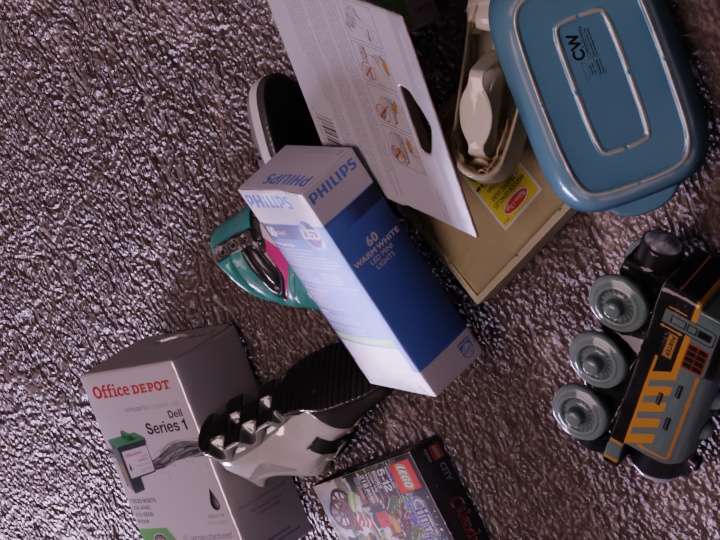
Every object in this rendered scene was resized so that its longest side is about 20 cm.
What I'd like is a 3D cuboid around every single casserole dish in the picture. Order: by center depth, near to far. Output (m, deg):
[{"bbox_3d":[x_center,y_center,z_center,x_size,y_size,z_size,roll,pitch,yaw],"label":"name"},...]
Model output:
[{"bbox_3d":[0.163,-0.130,1.613,0.121,0.039,0.200,-20,98,5],"label":"casserole dish"}]

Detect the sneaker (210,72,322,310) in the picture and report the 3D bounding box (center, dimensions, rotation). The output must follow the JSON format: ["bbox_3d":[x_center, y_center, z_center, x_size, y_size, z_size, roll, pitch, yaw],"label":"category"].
[{"bbox_3d":[-0.074,-0.056,1.919,0.121,0.084,0.200,-11,105,38],"label":"sneaker"}]

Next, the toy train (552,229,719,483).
[{"bbox_3d":[0.212,0.065,1.694,0.114,0.085,0.200,30,131,19],"label":"toy train"}]

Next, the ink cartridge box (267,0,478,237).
[{"bbox_3d":[0.016,-0.134,1.716,0.174,0.044,0.200,25,145,46],"label":"ink cartridge box"}]

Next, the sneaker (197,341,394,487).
[{"bbox_3d":[-0.034,0.125,1.987,0.200,0.074,0.089,-25,127,33],"label":"sneaker"}]

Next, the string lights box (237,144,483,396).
[{"bbox_3d":[0.000,0.000,1.825,0.103,0.059,0.200,8,136,58],"label":"string lights box"}]

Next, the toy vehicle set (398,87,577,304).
[{"bbox_3d":[0.105,-0.077,1.762,0.124,0.027,0.200,53,138,11],"label":"toy vehicle set"}]

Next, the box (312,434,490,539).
[{"bbox_3d":[0.055,0.247,1.980,0.137,0.038,0.200,-25,92,49],"label":"box"}]

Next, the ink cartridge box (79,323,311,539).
[{"bbox_3d":[-0.147,0.159,2.103,0.146,0.084,0.200,-12,103,47],"label":"ink cartridge box"}]

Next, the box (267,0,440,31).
[{"bbox_3d":[-0.032,-0.262,1.796,0.144,0.036,0.200,-14,100,48],"label":"box"}]

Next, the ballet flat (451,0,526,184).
[{"bbox_3d":[0.099,-0.156,1.660,0.069,0.069,0.200,19,107,38],"label":"ballet flat"}]
